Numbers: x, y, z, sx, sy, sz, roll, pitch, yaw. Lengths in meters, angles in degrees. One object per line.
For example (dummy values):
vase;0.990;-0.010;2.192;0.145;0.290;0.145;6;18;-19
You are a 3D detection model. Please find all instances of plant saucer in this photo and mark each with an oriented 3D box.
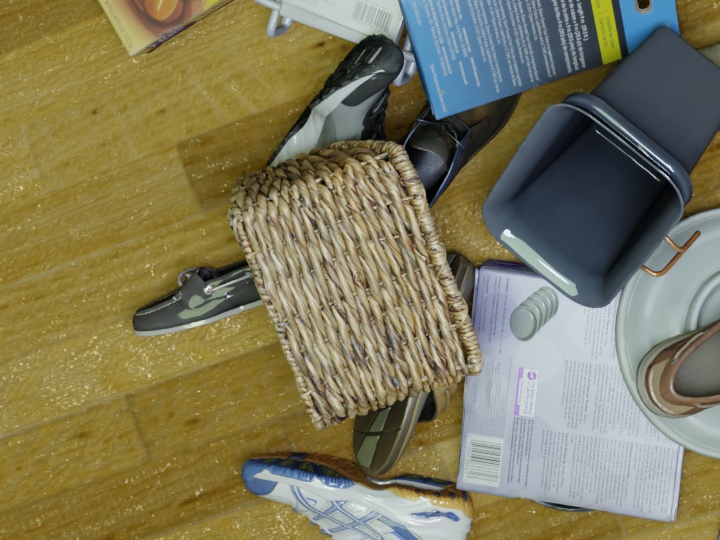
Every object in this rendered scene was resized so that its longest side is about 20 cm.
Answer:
plant saucer;0.300;0.049;1.684;0.200;0.050;0.201;0;87;-7

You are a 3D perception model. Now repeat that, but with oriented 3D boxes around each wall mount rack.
wall mount rack;0.008;-0.250;1.740;0.200;0.075;0.174;22;107;10

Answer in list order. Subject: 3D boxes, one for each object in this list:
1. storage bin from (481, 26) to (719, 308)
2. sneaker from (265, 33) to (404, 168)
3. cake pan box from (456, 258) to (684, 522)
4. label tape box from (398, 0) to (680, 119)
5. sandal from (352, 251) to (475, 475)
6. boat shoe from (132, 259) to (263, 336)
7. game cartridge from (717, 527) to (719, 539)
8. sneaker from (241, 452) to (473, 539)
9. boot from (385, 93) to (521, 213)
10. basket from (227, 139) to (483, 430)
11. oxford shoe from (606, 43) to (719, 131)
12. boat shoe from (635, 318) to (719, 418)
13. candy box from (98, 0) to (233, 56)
storage bin;0.207;-0.081;1.647;0.145;0.134;0.200;39;150;5
sneaker;-0.004;-0.119;1.727;0.079;0.074;0.200;37;147;-2
cake pan box;0.178;0.101;1.763;0.184;0.052;0.200;7;100;15
label tape box;0.130;-0.208;1.630;0.200;0.144;0.063;-17;52;2
sandal;0.055;0.082;1.787;0.054;0.080;0.200;21;97;-27
boat shoe;-0.100;0.005;1.807;0.200;0.067;0.057;-15;102;10
game cartridge;0.397;0.190;1.732;0.200;0.038;0.130;15;98;11
sneaker;-0.009;0.209;1.815;0.200;0.075;0.088;13;102;12
boot;0.080;-0.117;1.721;0.075;0.097;0.200;31;107;-8
basket;0.000;0.000;1.697;0.149;0.143;0.200;-21;104;6
oxford shoe;0.295;-0.153;1.695;0.200;0.071;0.074;11;71;16
boat shoe;0.303;0.053;1.623;0.200;0.072;0.076;-31;92;-8
candy box;-0.185;-0.292;1.786;0.117;0.056;0.200;-29;93;17
